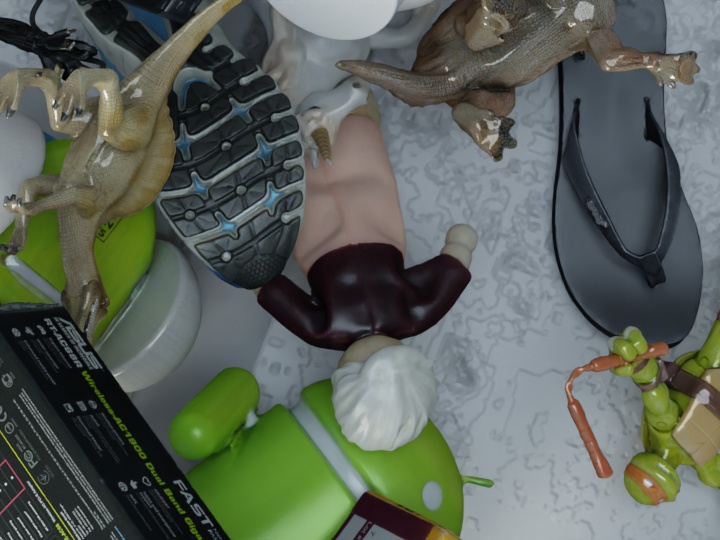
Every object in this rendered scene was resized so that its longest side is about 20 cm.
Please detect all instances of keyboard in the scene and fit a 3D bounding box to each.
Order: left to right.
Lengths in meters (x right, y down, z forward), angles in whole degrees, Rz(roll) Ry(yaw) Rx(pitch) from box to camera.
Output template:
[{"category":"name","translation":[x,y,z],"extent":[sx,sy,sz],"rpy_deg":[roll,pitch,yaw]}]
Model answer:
[{"category":"keyboard","translation":[-0.138,-0.151,1.238],"extent":[0.127,0.200,0.021],"rpy_deg":[-55,130,-8]}]

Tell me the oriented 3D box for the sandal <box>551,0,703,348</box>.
[{"category":"sandal","translation":[0.134,-0.056,1.320],"extent":[0.076,0.043,0.201],"rpy_deg":[-9,90,-4]}]

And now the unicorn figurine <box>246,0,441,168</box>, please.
[{"category":"unicorn figurine","translation":[-0.022,-0.140,1.286],"extent":[0.137,0.074,0.200],"rpy_deg":[-37,66,-14]}]

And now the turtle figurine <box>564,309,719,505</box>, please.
[{"category":"turtle figurine","translation":[0.186,0.069,1.308],"extent":[0.161,0.064,0.200],"rpy_deg":[-50,122,-11]}]

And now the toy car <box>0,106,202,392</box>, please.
[{"category":"toy car","translation":[-0.191,0.010,1.247],"extent":[0.200,0.150,0.175],"rpy_deg":[-49,126,0]}]

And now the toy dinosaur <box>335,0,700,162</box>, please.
[{"category":"toy dinosaur","translation":[0.073,-0.118,1.252],"extent":[0.199,0.135,0.086],"rpy_deg":[-26,111,-15]}]

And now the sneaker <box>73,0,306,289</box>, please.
[{"category":"sneaker","translation":[-0.078,-0.074,1.259],"extent":[0.078,0.090,0.201],"rpy_deg":[-21,63,-6]}]

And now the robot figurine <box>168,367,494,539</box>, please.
[{"category":"robot figurine","translation":[-0.034,0.134,1.268],"extent":[0.200,0.116,0.176],"rpy_deg":[-36,93,-4]}]

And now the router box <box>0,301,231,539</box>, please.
[{"category":"router box","translation":[-0.140,0.137,1.120],"extent":[0.150,0.062,0.200],"rpy_deg":[-45,71,24]}]

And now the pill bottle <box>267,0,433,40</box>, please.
[{"category":"pill bottle","translation":[0.022,-0.203,1.216],"extent":[0.112,0.113,0.200],"rpy_deg":[33,51,-3]}]

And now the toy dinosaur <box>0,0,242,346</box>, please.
[{"category":"toy dinosaur","translation":[-0.114,-0.066,1.153],"extent":[0.058,0.101,0.201],"rpy_deg":[32,97,38]}]

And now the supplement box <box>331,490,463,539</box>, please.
[{"category":"supplement box","translation":[0.055,0.210,1.204],"extent":[0.200,0.086,0.111],"rpy_deg":[42,79,-26]}]

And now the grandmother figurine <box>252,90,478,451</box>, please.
[{"category":"grandmother figurine","translation":[0.000,0.000,1.255],"extent":[0.121,0.061,0.201],"rpy_deg":[-13,54,3]}]
